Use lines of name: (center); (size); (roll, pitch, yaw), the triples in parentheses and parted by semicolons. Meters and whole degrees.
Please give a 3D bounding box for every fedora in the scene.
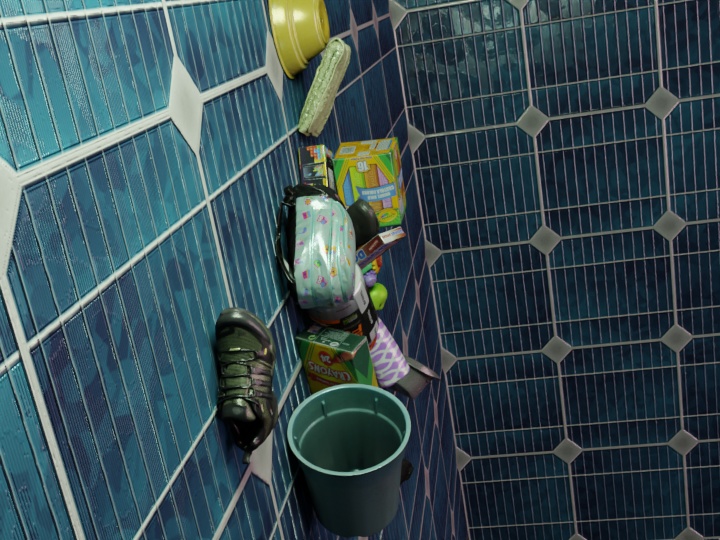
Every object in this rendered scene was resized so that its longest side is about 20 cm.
fedora: (0.117, 0.283, 2.341); (0.090, 0.177, 0.200); (-64, 171, -10)

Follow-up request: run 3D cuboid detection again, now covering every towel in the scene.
towel: (-0.069, -0.362, 1.774); (0.148, 0.036, 0.200); (-47, 159, -79)

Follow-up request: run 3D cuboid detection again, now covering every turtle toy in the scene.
turtle toy: (0.000, 0.000, 1.950); (0.146, 0.101, 0.200); (-71, 153, -66)

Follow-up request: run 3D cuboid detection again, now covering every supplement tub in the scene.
supplement tub: (-0.035, 0.075, 1.663); (0.200, 0.122, 0.123); (69, 17, -50)

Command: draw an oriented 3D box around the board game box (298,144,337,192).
board game box: (-0.071, -0.152, 1.792); (0.200, 0.057, 0.165); (23, 64, -78)

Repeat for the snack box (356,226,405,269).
snack box: (-0.001, -0.020, 1.707); (0.072, 0.200, 0.024); (-21, 77, -49)

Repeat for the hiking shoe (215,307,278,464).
hiking shoe: (-0.147, 0.147, 1.145); (0.101, 0.076, 0.200); (-81, 163, -65)

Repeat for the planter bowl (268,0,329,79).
planter bowl: (-0.109, -0.476, 1.709); (0.200, 0.083, 0.201); (-6, 90, -80)

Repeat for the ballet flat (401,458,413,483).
ballet flat: (0.089, 0.524, 2.298); (0.066, 0.057, 0.200); (-68, 162, -2)

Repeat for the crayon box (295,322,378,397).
crayon box: (-0.032, 0.197, 1.577); (0.051, 0.127, 0.200); (-45, 133, -39)

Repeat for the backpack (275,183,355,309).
backpack: (-0.070, -0.033, 1.522); (0.167, 0.127, 0.200); (68, 17, -56)

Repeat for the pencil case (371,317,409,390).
pencil case: (0.028, 0.157, 1.903); (0.200, 0.084, 0.085); (59, -9, -12)

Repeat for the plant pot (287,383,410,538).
plant pot: (-0.014, 0.330, 1.489); (0.200, 0.200, 0.196); (-82, 171, -53)

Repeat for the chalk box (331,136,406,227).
chalk box: (0.024, -0.157, 1.816); (0.125, 0.124, 0.200); (-73, 155, -64)

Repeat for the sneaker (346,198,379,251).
sneaker: (-0.032, -0.057, 1.665); (0.076, 0.091, 0.200); (49, -39, 12)
